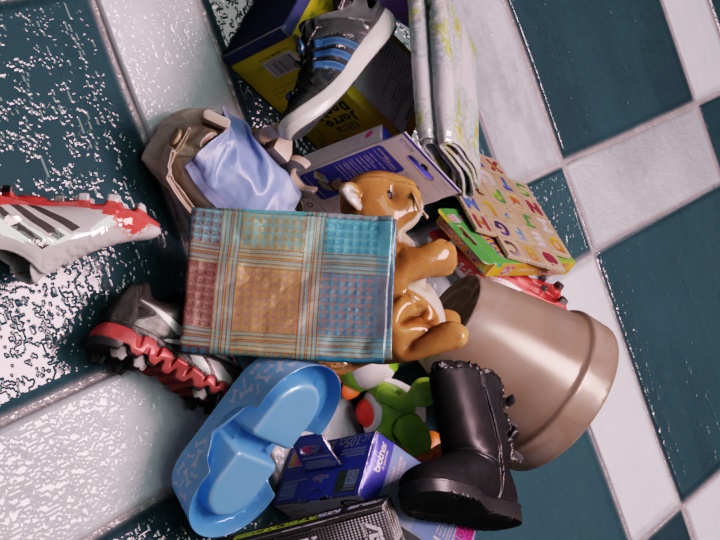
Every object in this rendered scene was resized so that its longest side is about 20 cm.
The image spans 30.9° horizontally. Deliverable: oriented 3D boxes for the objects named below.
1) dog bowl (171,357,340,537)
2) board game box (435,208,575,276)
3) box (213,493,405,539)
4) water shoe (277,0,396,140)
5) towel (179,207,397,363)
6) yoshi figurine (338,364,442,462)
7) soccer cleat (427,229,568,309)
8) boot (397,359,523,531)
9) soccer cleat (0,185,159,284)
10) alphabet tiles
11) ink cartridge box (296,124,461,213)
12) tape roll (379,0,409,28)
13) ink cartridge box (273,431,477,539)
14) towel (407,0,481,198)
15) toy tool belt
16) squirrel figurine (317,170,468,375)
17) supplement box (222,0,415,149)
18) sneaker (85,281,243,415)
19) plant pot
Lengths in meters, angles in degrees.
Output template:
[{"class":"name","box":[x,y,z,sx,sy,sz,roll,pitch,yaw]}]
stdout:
[{"class":"dog bowl","box":[-0.103,0.161,1.246,0.200,0.050,0.111,-53,144,2]},{"class":"board game box","box":[0.170,-0.033,1.545,0.200,0.030,0.096,2,41,-53]},{"class":"box","box":[-0.034,0.334,1.244,0.048,0.193,0.200,-29,103,-75]},{"class":"water shoe","box":[-0.042,-0.210,1.307,0.079,0.071,0.200,41,54,-8]},{"class":"towel","box":[-0.065,0.012,1.227,0.200,0.022,0.147,3,73,-4]},{"class":"yoshi figurine","box":[0.044,0.121,1.423,0.200,0.112,0.112,59,33,-12]},{"class":"soccer cleat","box":[0.157,0.019,1.571,0.200,0.085,0.069,28,27,-15]},{"class":"boot","box":[0.096,0.168,1.302,0.198,0.073,0.163,25,51,-49]},{"class":"soccer cleat","box":[-0.277,-0.029,1.180,0.200,0.069,0.085,5,86,-38]},{"class":"alphabet tiles","box":[0.171,-0.078,1.571,0.166,0.006,0.200,15,37,-40]},{"class":"ink cartridge box","box":[0.009,-0.097,1.369,0.095,0.200,0.037,44,54,-27]},{"class":"tape roll","box":[0.015,-0.349,1.445,0.200,0.066,0.200,37,16,-12]},{"class":"ink cartridge box","box":[0.008,0.235,1.334,0.200,0.136,0.076,37,55,-30]},{"class":"towel","box":[0.092,-0.193,1.366,0.171,0.048,0.200,48,37,-68]},{"class":"toy tool belt","box":[-0.111,-0.090,1.309,0.200,0.123,0.125,38,61,-30]},{"class":"squirrel figurine","box":[0.000,0.000,1.317,0.142,0.200,0.187,-48,121,-79]},{"class":"supplement box","box":[-0.031,-0.220,1.424,0.200,0.109,0.109,42,56,-27]},{"class":"sneaker","box":[-0.165,0.076,1.258,0.200,0.071,0.098,32,63,-31]},{"class":"plant pot","box":[0.163,0.099,1.479,0.173,0.200,0.200,36,58,-19]}]
